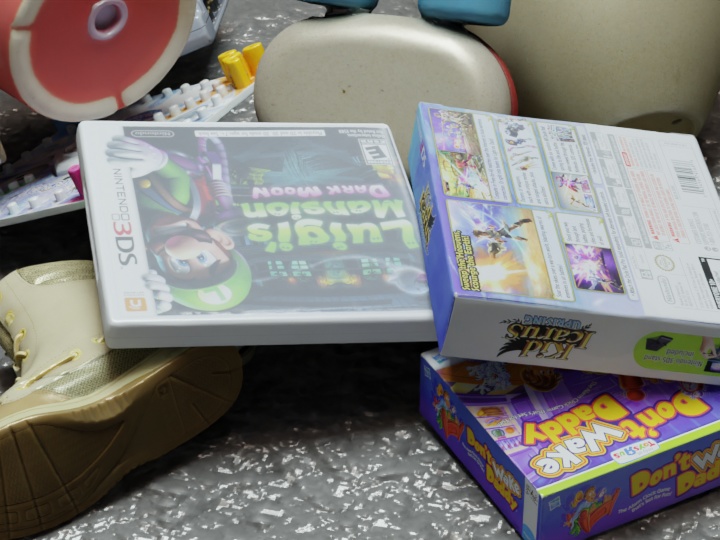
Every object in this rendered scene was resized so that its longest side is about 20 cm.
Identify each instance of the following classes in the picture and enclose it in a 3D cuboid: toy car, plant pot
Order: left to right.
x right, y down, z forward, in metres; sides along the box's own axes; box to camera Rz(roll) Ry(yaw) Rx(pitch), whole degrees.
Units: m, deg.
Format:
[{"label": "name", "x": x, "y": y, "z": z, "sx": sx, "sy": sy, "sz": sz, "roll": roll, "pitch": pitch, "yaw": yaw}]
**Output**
[{"label": "plant pot", "x": -0.212, "y": -0.205, "z": 1.222, "sx": 0.199, "sy": 0.202, "sz": 0.177, "roll": -23, "pitch": 48, "yaw": -30}, {"label": "toy car", "x": 0.034, "y": -0.114, "z": 1.265, "sx": 0.175, "sy": 0.187, "sz": 0.200, "roll": 9, "pitch": 6, "yaw": 15}, {"label": "plant pot", "x": 0.178, "y": -0.150, "z": 1.282, "sx": 0.198, "sy": 0.201, "sz": 0.136, "roll": -8, "pitch": 69, "yaw": -11}]

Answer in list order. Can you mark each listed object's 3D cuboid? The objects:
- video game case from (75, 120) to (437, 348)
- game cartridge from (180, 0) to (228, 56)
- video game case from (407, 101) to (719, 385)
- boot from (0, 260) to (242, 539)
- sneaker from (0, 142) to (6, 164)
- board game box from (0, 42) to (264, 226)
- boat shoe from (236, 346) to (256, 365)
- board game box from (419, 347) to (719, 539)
[{"label": "video game case", "x": -0.059, "y": -0.026, "z": 1.072, "sx": 0.198, "sy": 0.024, "sz": 0.183, "roll": 0, "pitch": 42, "yaw": -16}, {"label": "game cartridge", "x": -0.168, "y": -0.181, "z": 1.386, "sx": 0.132, "sy": 0.041, "sz": 0.200, "roll": -17, "pitch": 18, "yaw": 7}, {"label": "video game case", "x": 0.125, "y": -0.019, "z": 1.062, "sx": 0.179, "sy": 0.046, "sz": 0.201, "roll": 7, "pitch": 35, "yaw": -10}, {"label": "boot", "x": -0.187, "y": 0.066, "z": 1.043, "sx": 0.199, "sy": 0.073, "sz": 0.155, "roll": -29, "pitch": 38, "yaw": -26}, {"label": "sneaker", "x": -0.307, "y": -0.086, "z": 1.231, "sx": 0.112, "sy": 0.072, "sz": 0.200, "roll": -23, "pitch": 10, "yaw": -16}, {"label": "board game box", "x": -0.182, "y": -0.088, "z": 1.240, "sx": 0.198, "sy": 0.026, "sz": 0.200, "roll": -9, "pitch": 24, "yaw": 37}, {"label": "boat shoe", "x": -0.111, "y": -0.012, "z": 1.160, "sx": 0.074, "sy": 0.069, "sz": 0.201, "roll": -9, "pitch": 34, "yaw": -12}, {"label": "board game box", "x": 0.151, "y": 0.072, "z": 1.039, "sx": 0.198, "sy": 0.045, "sz": 0.135, "roll": -18, "pitch": 40, "yaw": -22}]
